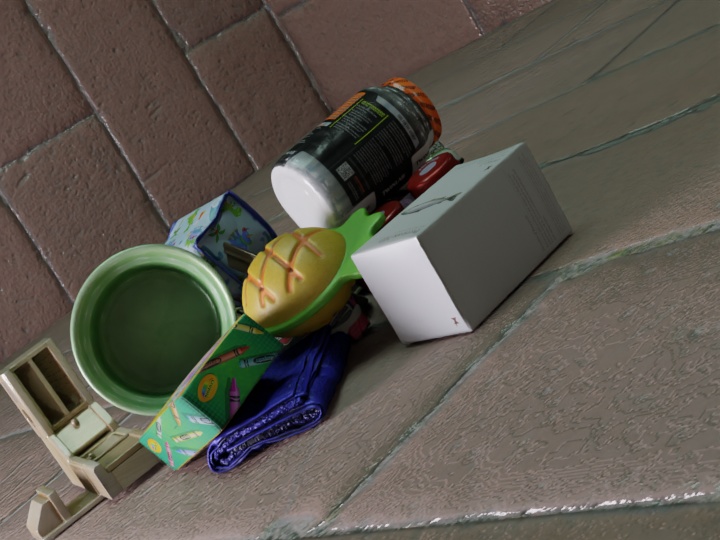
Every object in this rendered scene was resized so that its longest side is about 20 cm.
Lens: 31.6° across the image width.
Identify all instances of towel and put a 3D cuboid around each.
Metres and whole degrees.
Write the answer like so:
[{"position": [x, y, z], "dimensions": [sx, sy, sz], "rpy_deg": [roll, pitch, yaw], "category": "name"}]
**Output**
[{"position": [-0.088, 0.133, 1.388], "dimensions": [0.147, 0.050, 0.200], "rpy_deg": [-28, 12, 17], "category": "towel"}]

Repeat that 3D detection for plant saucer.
[{"position": [-0.086, 0.012, 1.616], "dimensions": [0.030, 0.198, 0.200], "rpy_deg": [-68, 15, -1], "category": "plant saucer"}]

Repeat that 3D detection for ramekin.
[{"position": [-0.246, 0.072, 1.545], "dimensions": [0.199, 0.201, 0.098], "rpy_deg": [-33, 0, -7], "category": "ramekin"}]

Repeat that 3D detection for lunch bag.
[{"position": [-0.175, 0.009, 1.777], "dimensions": [0.169, 0.200, 0.128], "rpy_deg": [-18, 37, 54], "category": "lunch bag"}]

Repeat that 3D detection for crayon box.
[{"position": [-0.165, 0.135, 1.384], "dimensions": [0.119, 0.058, 0.200], "rpy_deg": [-54, 5, -29], "category": "crayon box"}]

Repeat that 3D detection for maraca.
[{"position": [-0.052, 0.003, 1.423], "dimensions": [0.199, 0.107, 0.138], "rpy_deg": [-32, 36, 21], "category": "maraca"}]

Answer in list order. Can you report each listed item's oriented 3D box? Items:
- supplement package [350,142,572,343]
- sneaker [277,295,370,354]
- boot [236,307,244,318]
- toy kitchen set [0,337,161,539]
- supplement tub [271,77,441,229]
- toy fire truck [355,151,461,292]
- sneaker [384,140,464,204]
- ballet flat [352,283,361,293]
[{"position": [0.110, -0.029, 1.357], "dimensions": [0.200, 0.118, 0.116], "rpy_deg": [-41, 17, -36], "category": "supplement package"}, {"position": [-0.084, 0.078, 1.540], "dimensions": [0.199, 0.075, 0.081], "rpy_deg": [-29, 12, 22], "category": "sneaker"}, {"position": [-0.173, 0.051, 1.648], "dimensions": [0.198, 0.156, 0.072], "rpy_deg": [-27, 11, 17], "category": "boot"}, {"position": [-0.373, 0.202, 1.534], "dimensions": [0.163, 0.181, 0.199], "rpy_deg": [-38, 13, -24], "category": "toy kitchen set"}, {"position": [-0.001, -0.136, 1.532], "dimensions": [0.200, 0.123, 0.122], "rpy_deg": [-42, 14, -22], "category": "supplement tub"}, {"position": [0.066, -0.054, 1.527], "dimensions": [0.200, 0.112, 0.168], "rpy_deg": [-42, 16, -5], "category": "toy fire truck"}, {"position": [0.032, -0.124, 1.639], "dimensions": [0.198, 0.089, 0.077], "rpy_deg": [-25, -24, -22], "category": "sneaker"}, {"position": [0.000, 0.000, 1.705], "dimensions": [0.069, 0.070, 0.199], "rpy_deg": [-39, 15, -31], "category": "ballet flat"}]
